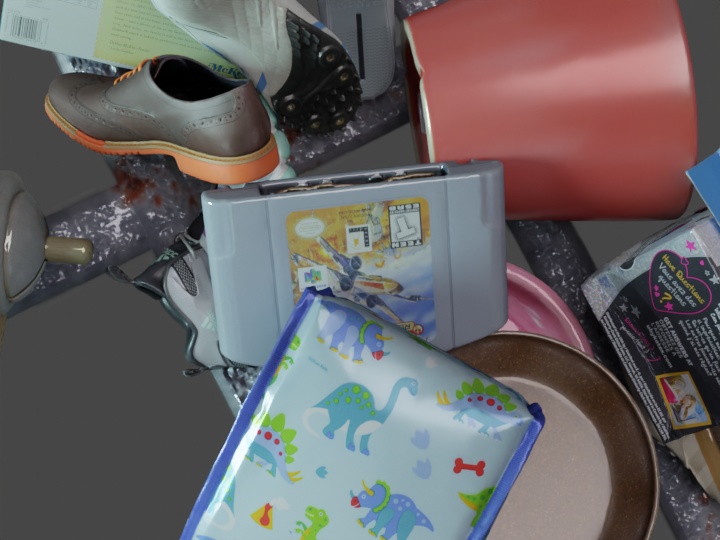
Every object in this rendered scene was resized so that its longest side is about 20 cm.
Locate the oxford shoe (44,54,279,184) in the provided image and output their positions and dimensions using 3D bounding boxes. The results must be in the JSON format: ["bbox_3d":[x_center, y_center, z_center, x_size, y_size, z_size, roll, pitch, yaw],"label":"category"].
[{"bbox_3d":[-0.139,-0.118,1.001,0.199,0.073,0.071,15,39,30],"label":"oxford shoe"}]

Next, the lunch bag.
[{"bbox_3d":[-0.002,0.135,0.917,0.169,0.127,0.201,28,90,7],"label":"lunch bag"}]

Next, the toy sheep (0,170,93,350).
[{"bbox_3d":[-0.277,-0.015,0.972,0.199,0.138,0.139,6,80,-6],"label":"toy sheep"}]

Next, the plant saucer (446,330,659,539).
[{"bbox_3d":[0.101,0.142,1.001,0.199,0.037,0.202,1,73,-2],"label":"plant saucer"}]

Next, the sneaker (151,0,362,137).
[{"bbox_3d":[-0.070,-0.166,1.005,0.072,0.073,0.200,-41,127,12],"label":"sneaker"}]

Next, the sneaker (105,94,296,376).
[{"bbox_3d":[-0.111,-0.024,1.031,0.139,0.078,0.201,-10,83,-13],"label":"sneaker"}]

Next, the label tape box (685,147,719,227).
[{"bbox_3d":[0.325,-0.051,0.989,0.200,0.063,0.145,-29,86,-44],"label":"label tape box"}]

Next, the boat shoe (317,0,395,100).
[{"bbox_3d":[-0.008,-0.222,1.039,0.073,0.067,0.201,-1,121,-9],"label":"boat shoe"}]

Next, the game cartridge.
[{"bbox_3d":[0.000,0.000,0.981,0.199,0.042,0.134,-7,110,-4],"label":"game cartridge"}]

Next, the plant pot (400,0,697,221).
[{"bbox_3d":[0.125,-0.122,1.044,0.176,0.200,0.202,-9,83,-1],"label":"plant pot"}]

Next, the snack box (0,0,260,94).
[{"bbox_3d":[-0.147,-0.199,1.039,0.199,0.037,0.117,12,122,-9],"label":"snack box"}]

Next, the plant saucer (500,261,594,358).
[{"bbox_3d":[0.072,0.091,1.062,0.199,0.051,0.202,2,81,-11],"label":"plant saucer"}]

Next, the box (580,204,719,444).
[{"bbox_3d":[0.276,0.013,1.040,0.199,0.115,0.133,-26,87,-43],"label":"box"}]

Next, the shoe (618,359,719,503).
[{"bbox_3d":[0.231,0.084,1.097,0.070,0.053,0.201,-22,88,-57],"label":"shoe"}]
